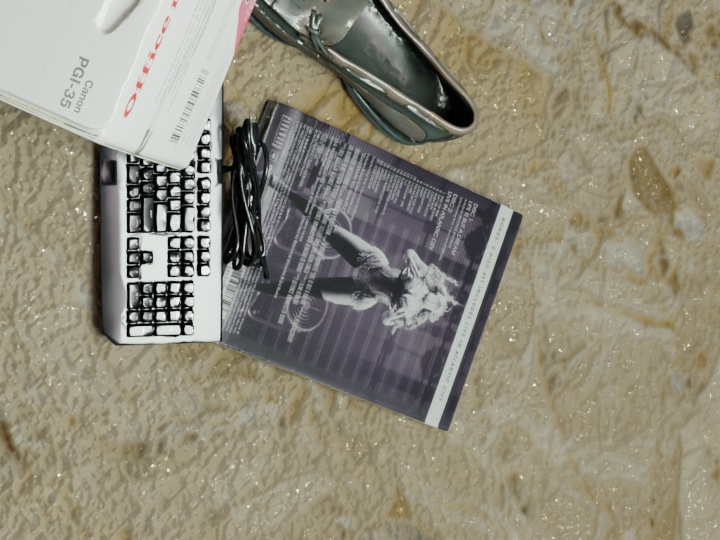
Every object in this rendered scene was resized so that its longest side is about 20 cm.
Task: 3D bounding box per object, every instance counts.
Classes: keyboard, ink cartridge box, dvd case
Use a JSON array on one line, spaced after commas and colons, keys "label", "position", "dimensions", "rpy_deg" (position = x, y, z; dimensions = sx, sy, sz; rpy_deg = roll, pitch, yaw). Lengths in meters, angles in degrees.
[{"label": "keyboard", "position": [-0.096, -0.057, 1.355], "dimensions": [0.104, 0.040, 0.200], "rpy_deg": [-3, 97, -25]}, {"label": "ink cartridge box", "position": [-0.119, -0.140, 1.232], "dimensions": [0.083, 0.200, 0.147], "rpy_deg": [24, 91, 8]}, {"label": "dvd case", "position": [0.000, 0.000, 1.451], "dimensions": [0.200, 0.016, 0.149], "rpy_deg": [23, 84, -32]}]

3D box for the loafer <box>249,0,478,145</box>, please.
[{"label": "loafer", "position": [-0.002, -0.147, 1.399], "dimensions": [0.200, 0.063, 0.072], "rpy_deg": [41, 75, -31]}]
